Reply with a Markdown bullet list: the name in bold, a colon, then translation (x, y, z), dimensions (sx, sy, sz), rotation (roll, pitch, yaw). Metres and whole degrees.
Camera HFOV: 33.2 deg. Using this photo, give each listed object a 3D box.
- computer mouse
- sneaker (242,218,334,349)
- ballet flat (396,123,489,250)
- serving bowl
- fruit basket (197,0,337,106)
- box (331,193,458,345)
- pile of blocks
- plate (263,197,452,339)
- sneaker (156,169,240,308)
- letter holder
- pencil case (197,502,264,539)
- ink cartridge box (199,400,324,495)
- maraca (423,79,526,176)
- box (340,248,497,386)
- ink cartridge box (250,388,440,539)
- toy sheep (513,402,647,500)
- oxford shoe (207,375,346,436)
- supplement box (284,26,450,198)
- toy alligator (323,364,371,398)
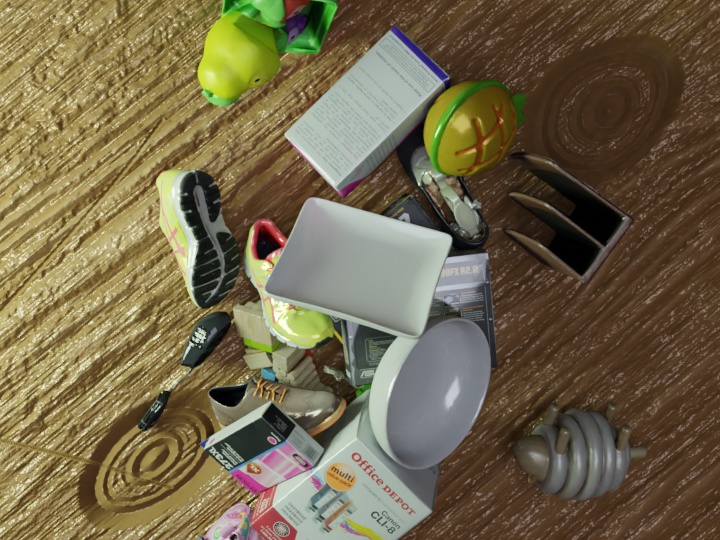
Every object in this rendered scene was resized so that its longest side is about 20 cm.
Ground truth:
- **computer mouse**: translation (-0.241, 0.131, 1.612), dimensions (0.034, 0.059, 0.200), rotation (38, 95, 7)
- **sneaker**: translation (-0.097, 0.015, 1.541), dimensions (0.078, 0.090, 0.200), rotation (-23, 57, -22)
- **ballet flat**: translation (0.114, -0.112, 1.616), dimensions (0.073, 0.073, 0.200), rotation (-31, 100, -3)
- **serving bowl**: translation (0.077, 0.146, 1.519), dimensions (0.200, 0.066, 0.200), rotation (-21, 120, -41)
- **fruit basket**: translation (-0.117, -0.296, 1.494), dimensions (0.155, 0.216, 0.216), rotation (6, 96, -8)
- **box**: translation (0.038, 0.018, 1.633), dimensions (0.200, 0.049, 0.160), rotation (-39, 98, -1)
- **pile of blocks**: translation (-0.101, 0.118, 1.630), dimensions (0.062, 0.082, 0.200), rotation (-44, 116, -43)
- **plate**: translation (0.000, 0.000, 1.510), dimensions (0.199, 0.200, 0.032), rotation (15, 133, 6)
- **sneaker**: translation (-0.218, -0.046, 1.577), dimensions (0.078, 0.090, 0.200), rotation (-26, 123, -36)
- **letter holder**: translation (0.241, -0.076, 1.569), dimensions (0.142, 0.200, 0.101), rotation (36, 92, -10)
- **pencil case**: translation (-0.129, 0.411, 1.643), dimensions (0.087, 0.087, 0.200), rotation (-37, 101, -2)
- **ink cartridge box**: translation (-0.138, 0.239, 1.576), dimensions (0.095, 0.200, 0.037), rotation (44, 51, -10)
- **maraca**: translation (0.153, -0.183, 1.562), dimensions (0.107, 0.200, 0.137), rotation (40, 113, 26)
- **box**: translation (0.074, 0.061, 1.595), dimensions (0.200, 0.048, 0.159), rotation (-7, 98, -7)
- **ink cartridge box**: translation (-0.015, 0.287, 1.584), dimensions (0.200, 0.145, 0.145), rotation (-42, 100, 19)
- **toy sheep**: translation (0.304, 0.250, 1.657), dimensions (0.200, 0.138, 0.138), rotation (3, 97, -13)
- **oxford shoe**: translation (-0.113, 0.176, 1.571), dimensions (0.200, 0.071, 0.073), rotation (-9, 127, 29)
- **supplement box**: translation (0.011, -0.201, 1.563), dimensions (0.103, 0.101, 0.200), rotation (44, 89, 7)
- **toy alligator**: translation (0.032, 0.189, 1.647), dimensions (0.200, 0.059, 0.054), rotation (22, 94, -9)
